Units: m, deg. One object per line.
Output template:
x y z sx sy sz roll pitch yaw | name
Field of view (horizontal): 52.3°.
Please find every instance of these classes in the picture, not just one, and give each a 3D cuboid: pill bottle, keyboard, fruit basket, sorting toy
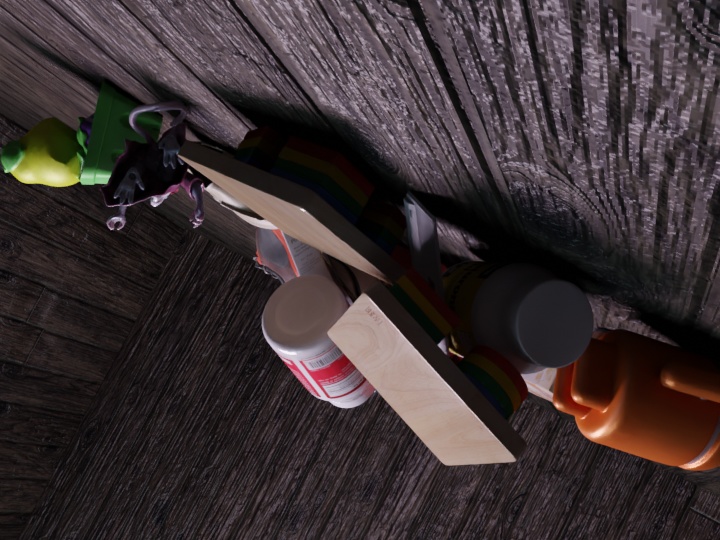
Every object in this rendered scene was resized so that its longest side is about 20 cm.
0.152 0.047 0.763 0.111 0.112 0.200 29 173 -15 | pill bottle
-0.044 0.103 0.975 0.112 0.113 0.201 24 157 32 | pill bottle
0.072 0.013 0.763 0.056 0.011 0.201 46 156 45 | keyboard
-0.401 -0.186 1.059 0.213 0.157 0.216 14 179 0 | fruit basket
-0.056 -0.080 0.779 0.198 0.070 0.200 25 173 37 | sorting toy
0.072 0.097 0.742 0.199 0.070 0.200 48 160 3 | sorting toy

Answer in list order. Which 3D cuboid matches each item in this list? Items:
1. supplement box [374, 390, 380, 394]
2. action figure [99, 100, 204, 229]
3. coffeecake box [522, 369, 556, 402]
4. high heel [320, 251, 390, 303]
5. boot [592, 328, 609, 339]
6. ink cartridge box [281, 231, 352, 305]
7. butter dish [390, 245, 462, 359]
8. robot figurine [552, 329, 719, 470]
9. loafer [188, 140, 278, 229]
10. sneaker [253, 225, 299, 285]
0.074 0.122 1.292 0.134 0.202 0.199 24 174 39 | supplement box
-0.273 -0.127 0.949 0.132 0.151 0.200 -4 -175 -7 | action figure
0.325 0.179 1.256 0.153 0.074 0.200 30 174 -23 | coffeecake box
0.000 0.000 0.938 0.201 0.071 0.143 63 178 -34 | high heel
0.286 0.148 0.932 0.074 0.097 0.200 33 166 24 | boot
-0.063 -0.037 1.077 0.162 0.057 0.202 37 -149 -64 | ink cartridge box
0.113 0.078 1.014 0.146 0.203 0.199 2 -168 -24 | butter dish
0.294 0.129 0.731 0.198 0.145 0.117 18 -152 -6 | robot figurine
-0.173 -0.118 1.004 0.199 0.076 0.068 27 180 20 | loafer
-0.137 -0.043 1.101 0.201 0.081 0.077 61 -168 13 | sneaker
